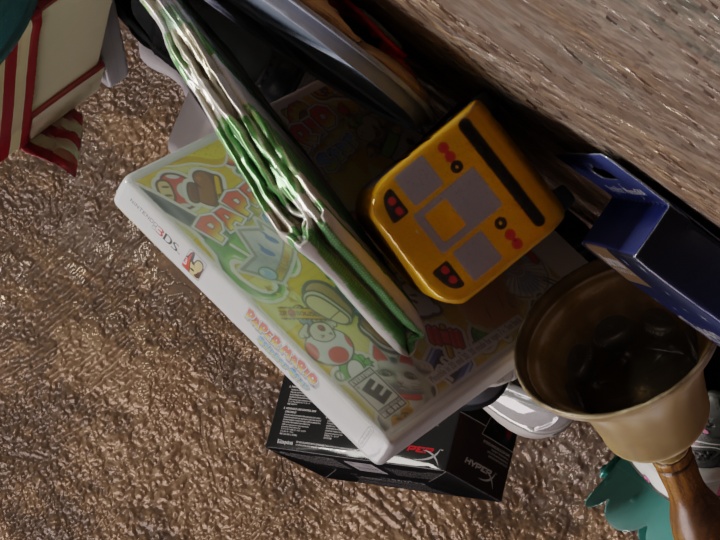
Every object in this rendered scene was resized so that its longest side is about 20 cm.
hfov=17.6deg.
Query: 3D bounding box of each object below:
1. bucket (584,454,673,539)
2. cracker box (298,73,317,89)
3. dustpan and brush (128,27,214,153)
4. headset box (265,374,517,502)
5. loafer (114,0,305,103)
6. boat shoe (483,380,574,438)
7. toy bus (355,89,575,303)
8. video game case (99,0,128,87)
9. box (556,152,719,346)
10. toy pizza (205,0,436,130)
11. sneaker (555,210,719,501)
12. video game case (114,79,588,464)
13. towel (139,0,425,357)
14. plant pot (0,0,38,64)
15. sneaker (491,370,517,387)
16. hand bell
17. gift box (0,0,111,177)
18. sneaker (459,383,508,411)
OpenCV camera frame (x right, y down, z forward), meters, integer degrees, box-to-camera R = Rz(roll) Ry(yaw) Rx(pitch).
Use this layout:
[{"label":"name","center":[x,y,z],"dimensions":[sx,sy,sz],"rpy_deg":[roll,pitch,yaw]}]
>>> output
[{"label":"bucket","center":[0.268,0.161,1.560],"dimensions":[0.207,0.135,0.207],"rpy_deg":[36,179,1]},{"label":"cracker box","center":[0.042,-0.050,1.397],"dimensions":[0.199,0.058,0.134],"rpy_deg":[36,179,12]},{"label":"dustpan and brush","center":[-0.081,-0.083,1.366],"dimensions":[0.199,0.057,0.139],"rpy_deg":[33,-178,31]},{"label":"headset box","center":[0.038,0.038,1.517],"dimensions":[0.148,0.202,0.075],"rpy_deg":[3,162,36]},{"label":"loafer","center":[-0.097,-0.143,1.308],"dimensions":[0.070,0.068,0.200],"rpy_deg":[25,-170,-40]},{"label":"boat shoe","center":[0.049,0.027,1.394],"dimensions":[0.200,0.072,0.069],"rpy_deg":[42,160,9]},{"label":"toy bus","center":[0.044,-0.031,1.059],"dimensions":[0.065,0.078,0.200],"rpy_deg":[50,179,-2]},{"label":"video game case","center":[-0.212,-0.209,1.357],"dimensions":[0.200,0.018,0.144],"rpy_deg":[40,155,28]},{"label":"box","center":[0.166,0.018,1.005],"dimensions":[0.199,0.033,0.121],"rpy_deg":[37,180,-6]},{"label":"toy pizza","center":[-0.043,-0.130,1.056],"dimensions":[0.199,0.032,0.200],"rpy_deg":[35,179,1]},{"label":"sneaker","center":[0.144,0.022,1.233],"dimensions":[0.200,0.080,0.087],"rpy_deg":[47,146,20]},{"label":"video game case","center":[0.006,-0.013,1.142],"dimensions":[0.182,0.023,0.200],"rpy_deg":[44,-138,14]},{"label":"towel","center":[-0.045,-0.059,1.055],"dimensions":[0.200,0.023,0.153],"rpy_deg":[54,-176,30]},{"label":"plant pot","center":[-0.250,-0.188,1.083],"dimensions":[0.199,0.201,0.188],"rpy_deg":[35,166,5]},{"label":"sneaker","center":[0.000,0.000,1.237],"dimensions":[0.199,0.078,0.099],"rpy_deg":[32,160,-13]},{"label":"hand bell","center":[0.157,0.097,1.156],"dimensions":[0.104,0.104,0.201],"rpy_deg":[35,159,48]},{"label":"gift box","center":[-0.243,-0.129,1.276],"dimensions":[0.200,0.184,0.187],"rpy_deg":[52,156,10]},{"label":"sneaker","center":[0.024,-0.018,1.279],"dimensions":[0.088,0.074,0.201],"rpy_deg":[86,159,-80]}]
